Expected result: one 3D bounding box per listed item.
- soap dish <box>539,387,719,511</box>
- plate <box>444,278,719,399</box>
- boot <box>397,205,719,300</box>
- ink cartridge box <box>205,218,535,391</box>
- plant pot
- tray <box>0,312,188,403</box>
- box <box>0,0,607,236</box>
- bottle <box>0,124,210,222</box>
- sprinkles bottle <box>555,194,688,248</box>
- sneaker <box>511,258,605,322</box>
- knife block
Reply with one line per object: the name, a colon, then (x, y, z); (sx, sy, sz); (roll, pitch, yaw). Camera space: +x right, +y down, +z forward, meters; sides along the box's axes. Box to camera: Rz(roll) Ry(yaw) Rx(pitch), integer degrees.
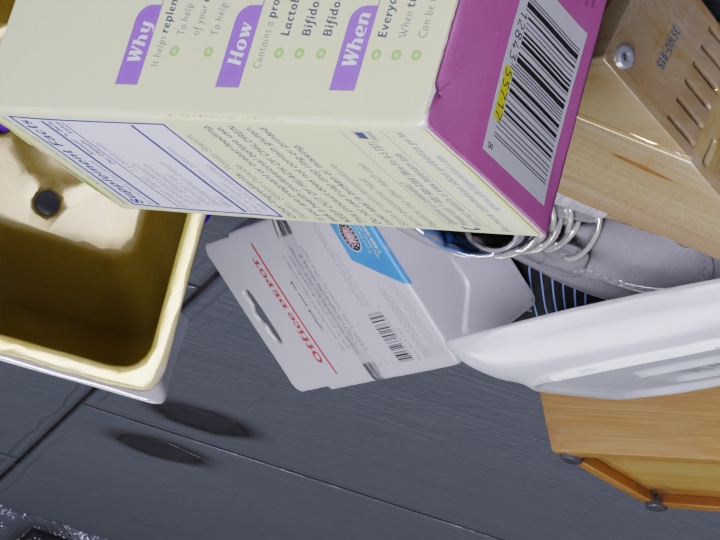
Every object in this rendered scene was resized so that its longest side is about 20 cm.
soap dish: (0.236, 0.111, 1.544); (0.199, 0.082, 0.157); (-1, 157, 42)
plate: (0.176, 0.038, 1.199); (0.199, 0.032, 0.199); (-14, 167, 30)
boot: (0.092, -0.021, 1.171); (0.199, 0.074, 0.096); (19, -160, 10)
ink cartridge box: (0.000, 0.000, 1.331); (0.116, 0.068, 0.200); (58, 152, -9)
plant pot: (-0.160, -0.065, 1.147); (0.193, 0.196, 0.200); (16, -178, 0)
tray: (-0.190, 0.013, 1.211); (0.199, 0.022, 0.107); (16, -155, -4)
box: (-0.015, -0.115, 0.850); (0.199, 0.177, 0.097); (4, 160, 33)
bottle: (-0.171, -0.082, 1.289); (0.199, 0.066, 0.084); (16, -163, 0)
sprinkles bottle: (0.079, -0.070, 1.107); (0.199, 0.069, 0.068); (17, 164, -6)
sneaker: (0.125, -0.008, 1.278); (0.078, 0.070, 0.200); (49, 141, -5)
knife block: (0.082, -0.077, 1.020); (0.175, 0.064, 0.200); (-4, 140, 49)
